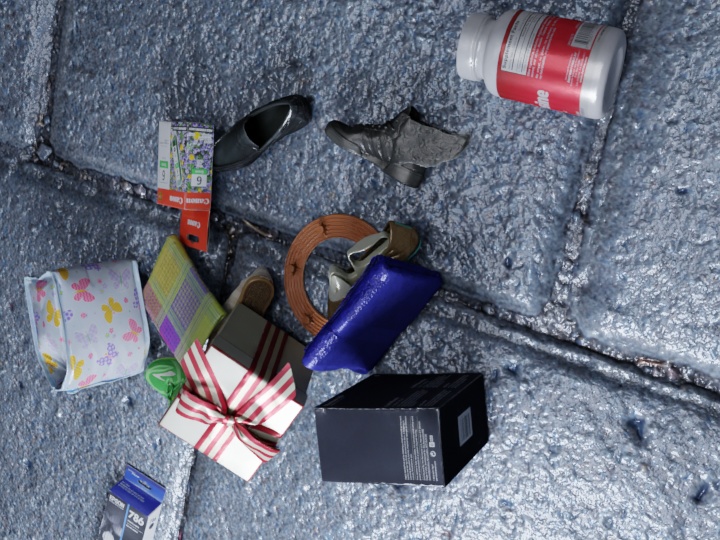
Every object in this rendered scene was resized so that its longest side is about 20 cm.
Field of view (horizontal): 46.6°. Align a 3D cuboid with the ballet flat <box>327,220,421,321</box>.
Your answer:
[{"bbox_3d":[0.000,0.000,1.210,0.200,0.072,0.068,-44,34,22],"label":"ballet flat"}]

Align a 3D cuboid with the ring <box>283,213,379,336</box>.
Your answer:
[{"bbox_3d":[-0.035,0.015,1.284,0.197,0.019,0.204,3,98,25],"label":"ring"}]

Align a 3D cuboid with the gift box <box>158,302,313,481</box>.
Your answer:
[{"bbox_3d":[-0.178,0.168,1.249,0.183,0.187,0.201,29,112,-6],"label":"gift box"}]

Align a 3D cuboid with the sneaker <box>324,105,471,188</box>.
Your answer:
[{"bbox_3d":[0.050,-0.194,1.199,0.198,0.060,0.105,33,110,13],"label":"sneaker"}]

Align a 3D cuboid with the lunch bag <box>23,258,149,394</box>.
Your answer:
[{"bbox_3d":[-0.457,0.093,1.405,0.126,0.168,0.203,-11,91,42],"label":"lunch bag"}]

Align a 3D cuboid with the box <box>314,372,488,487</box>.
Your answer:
[{"bbox_3d":[0.062,0.214,1.159,0.179,0.199,0.106,-3,95,26],"label":"box"}]

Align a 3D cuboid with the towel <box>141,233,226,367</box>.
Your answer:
[{"bbox_3d":[-0.295,0.051,1.375,0.200,0.023,0.145,50,120,32],"label":"towel"}]

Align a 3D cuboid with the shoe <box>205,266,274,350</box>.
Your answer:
[{"bbox_3d":[-0.195,0.080,1.355,0.201,0.069,0.054,-57,28,23],"label":"shoe"}]

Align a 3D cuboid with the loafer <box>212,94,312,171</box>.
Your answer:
[{"bbox_3d":[-0.166,-0.213,1.293,0.199,0.070,0.069,-26,84,26],"label":"loafer"}]

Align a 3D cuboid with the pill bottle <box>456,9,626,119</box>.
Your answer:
[{"bbox_3d":[0.229,-0.270,1.073,0.198,0.112,0.114,19,104,23],"label":"pill bottle"}]

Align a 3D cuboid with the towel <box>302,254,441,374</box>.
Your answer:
[{"bbox_3d":[0.015,0.065,1.201,0.201,0.147,0.050,-51,55,21],"label":"towel"}]

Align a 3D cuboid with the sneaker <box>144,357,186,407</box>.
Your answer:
[{"bbox_3d":[-0.289,0.213,1.393,0.199,0.083,0.075,33,109,20],"label":"sneaker"}]

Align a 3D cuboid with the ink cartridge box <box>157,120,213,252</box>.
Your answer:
[{"bbox_3d":[-0.285,-0.137,1.348,0.108,0.050,0.204,14,102,51],"label":"ink cartridge box"}]

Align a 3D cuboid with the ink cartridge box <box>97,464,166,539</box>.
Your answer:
[{"bbox_3d":[-0.420,0.464,1.510,0.098,0.039,0.203,23,104,23],"label":"ink cartridge box"}]
